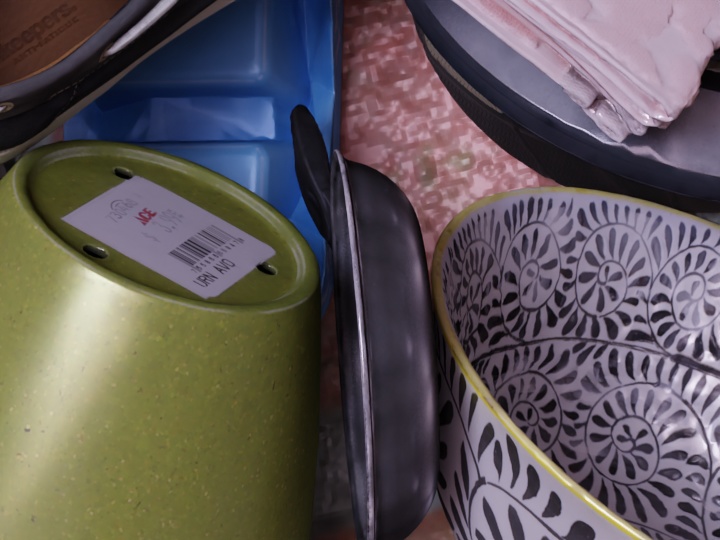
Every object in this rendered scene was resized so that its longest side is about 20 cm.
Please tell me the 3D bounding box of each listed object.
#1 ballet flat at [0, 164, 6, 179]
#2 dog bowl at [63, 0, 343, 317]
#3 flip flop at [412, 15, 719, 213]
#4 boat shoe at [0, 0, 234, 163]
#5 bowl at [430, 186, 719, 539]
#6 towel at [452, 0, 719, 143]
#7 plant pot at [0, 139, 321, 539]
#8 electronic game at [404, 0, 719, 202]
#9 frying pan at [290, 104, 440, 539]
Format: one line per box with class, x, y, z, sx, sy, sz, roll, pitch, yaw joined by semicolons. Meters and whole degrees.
ballet flat;-0.143;-0.019;0.856;0.068;0.200;0.069;35;76;-4
dog bowl;-0.057;-0.049;0.897;0.111;0.050;0.201;0;85;15
flip flop;0.112;-0.060;0.844;0.199;0.081;0.058;12;60;17
boat shoe;-0.056;-0.109;0.752;0.072;0.068;0.200;44;77;6
bowl;0.094;0.072;0.794;0.200;0.201;0.094;34;119;15
towel;0.041;-0.150;0.751;0.191;0.200;0.032;38;138;-6
plant pot;-0.087;0.070;0.794;0.187;0.187;0.201;30;115;15
electronic game;0.106;-0.094;0.803;0.199;0.200;0.042;30;138;15
frying pan;0.001;0.017;0.776;0.031;0.190;0.116;-4;100;-3
